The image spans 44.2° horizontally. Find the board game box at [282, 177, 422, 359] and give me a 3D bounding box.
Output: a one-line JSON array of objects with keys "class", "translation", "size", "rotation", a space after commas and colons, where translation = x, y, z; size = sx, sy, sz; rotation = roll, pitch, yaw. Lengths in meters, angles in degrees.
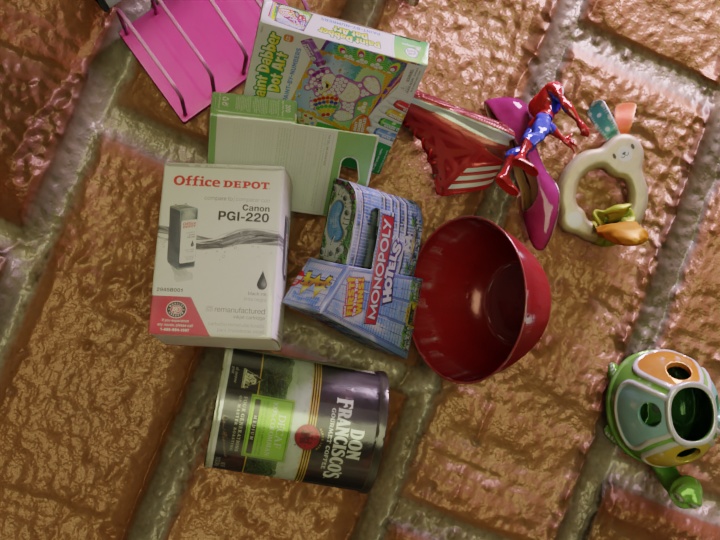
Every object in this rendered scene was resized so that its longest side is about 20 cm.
[{"class": "board game box", "translation": [0.000, 0.000, 1.057], "size": [0.061, 0.199, 0.203], "rotation": [12, 92, 35]}]

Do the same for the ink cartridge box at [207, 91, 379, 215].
[{"class": "ink cartridge box", "translation": [-0.087, -0.136, 1.082], "size": [0.197, 0.146, 0.048], "rotation": [5, 48, -9]}]

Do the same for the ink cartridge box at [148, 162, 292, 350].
[{"class": "ink cartridge box", "translation": [-0.157, -0.017, 1.020], "size": [0.144, 0.085, 0.203], "rotation": [2, 76, 2]}]

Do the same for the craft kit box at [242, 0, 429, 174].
[{"class": "craft kit box", "translation": [-0.041, -0.212, 1.061], "size": [0.195, 0.201, 0.049], "rotation": [14, 54, -8]}]

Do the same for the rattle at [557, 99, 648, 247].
[{"class": "rattle", "translation": [0.332, -0.135, 1.147], "size": [0.129, 0.143, 0.202], "rotation": [21, 91, 12]}]

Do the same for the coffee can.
[{"class": "coffee can", "translation": [-0.077, 0.178, 1.066], "size": [0.197, 0.146, 0.148], "rotation": [10, 86, -7]}]

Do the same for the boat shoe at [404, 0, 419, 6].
[{"class": "boat shoe", "translation": [0.057, -0.442, 1.152], "size": [0.062, 0.073, 0.203], "rotation": [3, 84, -1]}]

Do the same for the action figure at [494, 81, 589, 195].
[{"class": "action figure", "translation": [0.240, -0.161, 1.102], "size": [0.098, 0.065, 0.201], "rotation": [34, 51, -10]}]

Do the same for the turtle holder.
[{"class": "turtle holder", "translation": [0.389, 0.197, 1.140], "size": [0.140, 0.132, 0.188], "rotation": [20, 85, -7]}]

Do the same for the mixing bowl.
[{"class": "mixing bowl", "translation": [0.162, 0.038, 1.103], "size": [0.108, 0.199, 0.203], "rotation": [5, 86, -41]}]

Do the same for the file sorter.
[{"class": "file sorter", "translation": [-0.178, -0.304, 1.082], "size": [0.199, 0.125, 0.140], "rotation": [-37, 94, -8]}]

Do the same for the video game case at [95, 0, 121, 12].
[{"class": "video game case", "translation": [-0.278, -0.418, 1.071], "size": [0.180, 0.026, 0.200], "rotation": [-36, 59, -8]}]

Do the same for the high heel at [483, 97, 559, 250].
[{"class": "high heel", "translation": [0.203, -0.127, 1.159], "size": [0.095, 0.067, 0.203], "rotation": [5, 72, -18]}]

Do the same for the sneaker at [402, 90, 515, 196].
[{"class": "sneaker", "translation": [0.088, -0.161, 1.140], "size": [0.198, 0.078, 0.117], "rotation": [24, 106, 14]}]
